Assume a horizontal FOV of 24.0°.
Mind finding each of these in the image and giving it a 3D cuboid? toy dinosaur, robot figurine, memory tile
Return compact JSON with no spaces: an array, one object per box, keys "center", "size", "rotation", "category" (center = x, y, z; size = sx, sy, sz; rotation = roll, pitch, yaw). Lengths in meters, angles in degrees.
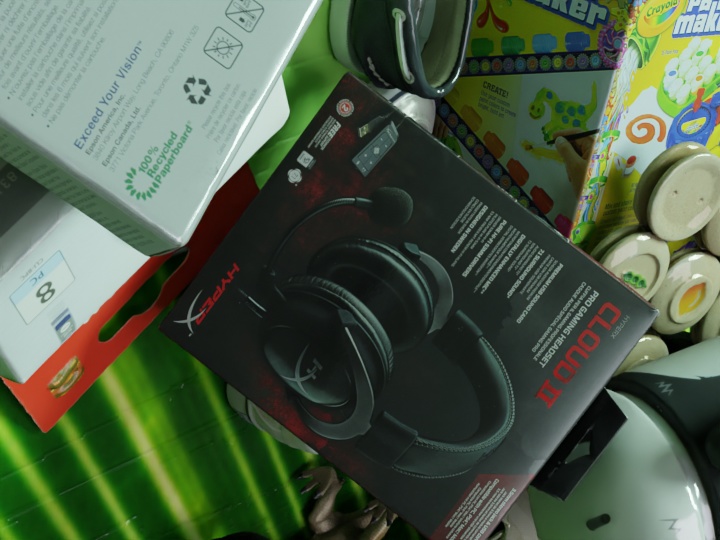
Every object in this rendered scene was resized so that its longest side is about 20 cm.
[{"center":[-0.011,0.157,0.994],"size":[0.200,0.058,0.101],"rotation":[-37,154,-29],"category":"toy dinosaur"},{"center":[0.180,0.097,0.863],"size":[0.199,0.125,0.151],"rotation":[-19,128,-23],"category":"robot figurine"},{"center":[0.186,0.019,0.907],"size":[0.199,0.017,0.154],"rotation":[20,108,-42],"category":"memory tile"}]

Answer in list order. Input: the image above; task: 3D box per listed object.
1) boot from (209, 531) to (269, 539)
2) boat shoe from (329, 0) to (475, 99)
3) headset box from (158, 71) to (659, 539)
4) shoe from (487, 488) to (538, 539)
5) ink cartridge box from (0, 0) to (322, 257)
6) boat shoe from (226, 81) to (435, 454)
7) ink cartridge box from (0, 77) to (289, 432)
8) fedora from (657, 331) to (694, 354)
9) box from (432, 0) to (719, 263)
[{"center":[-0.131,0.194,0.834],"size":[0.211,0.079,0.158],"rotation":[-50,143,-14],"category":"boot"},{"center":[0.032,-0.179,0.794],"size":[0.075,0.060,0.201],"rotation":[-27,133,-38],"category":"boat shoe"},{"center":[0.031,0.027,0.795],"size":[0.149,0.200,0.077],"rotation":[-52,177,5],"category":"headset box"},{"center":[0.049,0.122,0.941],"size":[0.200,0.070,0.054],"rotation":[56,35,-33],"category":"shoe"},{"center":[-0.101,-0.140,0.596],"size":[0.200,0.043,0.197],"rotation":[36,67,-19],"category":"ink cartridge box"},{"center":[0.000,0.000,0.868],"size":[0.071,0.070,0.201],"rotation":[17,101,-54],"category":"boat shoe"},{"center":[-0.094,-0.011,0.721],"size":[0.160,0.047,0.200],"rotation":[-47,158,-16],"category":"ink cartridge box"},{"center":[0.173,0.096,1.041],"size":[0.200,0.200,0.092],"rotation":[-30,148,-35],"category":"fedora"},{"center":[0.138,-0.089,0.933],"size":[0.199,0.122,0.194],"rotation":[-11,123,-46],"category":"box"}]
